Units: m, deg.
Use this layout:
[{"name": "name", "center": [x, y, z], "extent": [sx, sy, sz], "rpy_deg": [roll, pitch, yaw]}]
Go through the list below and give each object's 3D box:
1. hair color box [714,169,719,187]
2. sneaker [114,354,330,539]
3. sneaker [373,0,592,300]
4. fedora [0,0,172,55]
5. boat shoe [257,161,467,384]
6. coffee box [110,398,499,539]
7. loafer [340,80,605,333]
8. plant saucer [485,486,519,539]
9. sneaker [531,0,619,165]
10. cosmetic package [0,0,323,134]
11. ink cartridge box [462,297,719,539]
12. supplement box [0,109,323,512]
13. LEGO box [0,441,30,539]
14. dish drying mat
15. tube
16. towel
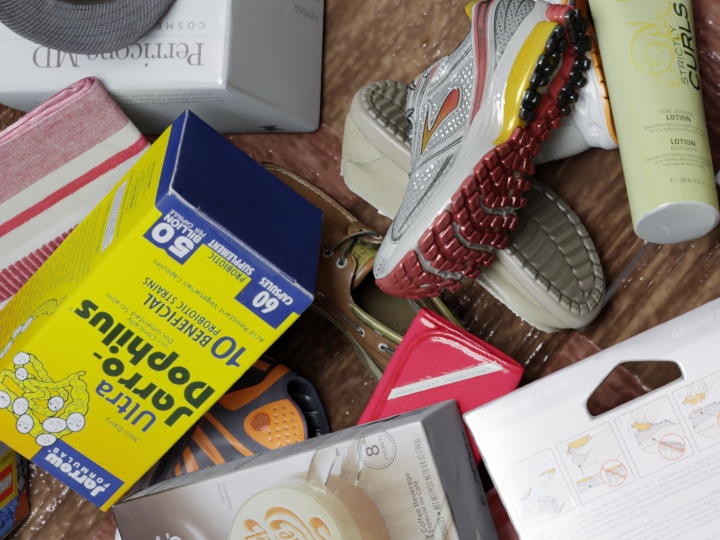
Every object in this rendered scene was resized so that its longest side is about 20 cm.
[{"name": "hair color box", "center": [0.311, -0.096, 1.533], "extent": [0.100, 0.061, 0.200], "rpy_deg": [41, 97, 19]}, {"name": "sneaker", "center": [-0.081, 0.150, 1.621], "extent": [0.112, 0.078, 0.200], "rpy_deg": [15, 88, 21]}, {"name": "sneaker", "center": [0.060, -0.072, 1.540], "extent": [0.082, 0.078, 0.200], "rpy_deg": [20, 73, 31]}, {"name": "fedora", "center": [-0.175, -0.229, 1.503], "extent": [0.090, 0.177, 0.200], "rpy_deg": [17, 97, 50]}, {"name": "boat shoe", "center": [0.000, 0.000, 1.600], "extent": [0.200, 0.068, 0.072], "rpy_deg": [43, 63, 6]}, {"name": "coffee box", "center": [-0.029, 0.158, 1.529], "extent": [0.200, 0.080, 0.114], "rpy_deg": [-17, 92, 18]}, {"name": "loafer", "center": [0.066, -0.032, 1.603], "extent": [0.200, 0.076, 0.068], "rpy_deg": [45, 135, 9]}, {"name": "plant saucer", "center": [0.121, 0.227, 1.566], "extent": [0.200, 0.037, 0.200], "rpy_deg": [-40, 73, 9]}, {"name": "sneaker", "center": [0.096, -0.159, 1.608], "extent": [0.092, 0.076, 0.200], "rpy_deg": [-20, 76, 19]}, {"name": "cosmetic package", "center": [-0.123, -0.194, 1.634], "extent": [0.165, 0.165, 0.200], "rpy_deg": [0, 83, 19]}, {"name": "ink cartridge box", "center": [0.185, 0.125, 1.520], "extent": [0.200, 0.045, 0.176], "rpy_deg": [-24, 75, 3]}, {"name": "supplement box", "center": [-0.127, 0.025, 1.547], "extent": [0.109, 0.110, 0.200], "rpy_deg": [37, 115, -17]}, {"name": "LEGO box", "center": [-0.318, 0.087, 1.680], "extent": [0.200, 0.077, 0.149], "rpy_deg": [9, 113, 19]}, {"name": "dish drying mat", "center": [0.022, 0.126, 1.560], "extent": [0.077, 0.018, 0.200], "rpy_deg": [30, 104, 11]}, {"name": "tube", "center": [0.173, -0.114, 1.555], "extent": [0.052, 0.058, 0.200], "rpy_deg": [-20, 58, 25]}, {"name": "towel", "center": [-0.167, -0.018, 1.607], "extent": [0.144, 0.200, 0.023], "rpy_deg": [-30, 38, 11]}]
